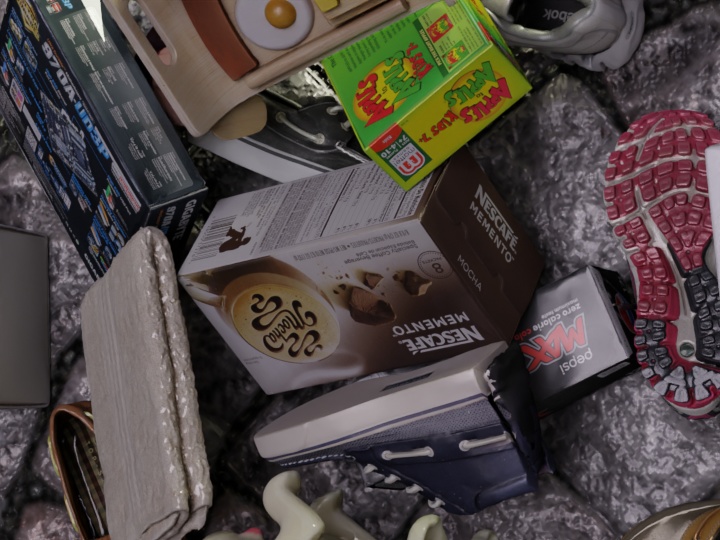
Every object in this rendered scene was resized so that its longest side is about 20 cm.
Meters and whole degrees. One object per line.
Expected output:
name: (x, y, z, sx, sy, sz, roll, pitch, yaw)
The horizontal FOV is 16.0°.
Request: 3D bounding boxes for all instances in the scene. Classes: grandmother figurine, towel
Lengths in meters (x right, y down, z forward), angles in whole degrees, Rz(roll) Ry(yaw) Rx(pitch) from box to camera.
grandmother figurine: (-0.127, -0.129, 1.710, 0.200, 0.060, 0.122, 3, 74, 58)
towel: (-0.139, 0.084, 1.652, 0.133, 0.034, 0.201, 137, 127, -57)

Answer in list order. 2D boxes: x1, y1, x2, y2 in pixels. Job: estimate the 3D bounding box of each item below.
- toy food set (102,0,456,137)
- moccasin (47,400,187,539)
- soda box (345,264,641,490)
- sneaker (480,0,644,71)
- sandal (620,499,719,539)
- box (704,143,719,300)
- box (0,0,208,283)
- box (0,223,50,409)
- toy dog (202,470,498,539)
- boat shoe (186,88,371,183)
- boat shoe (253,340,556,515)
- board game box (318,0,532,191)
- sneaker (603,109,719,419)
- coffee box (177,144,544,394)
toy food set: (-0.057, -0.180, 1.540, 0.199, 0.060, 0.144, -24, 110, 27)
moccasin: (-0.157, 0.181, 1.731, 0.073, 0.078, 0.202, -24, 77, 17)
soda box: (0.084, 0.070, 1.644, 0.199, 0.063, 0.071, -28, 76, 19)
sneaker: (0.081, -0.174, 1.655, 0.199, 0.081, 0.076, 5, 90, 25)
sandal: (0.237, 0.176, 1.573, 0.199, 0.054, 0.081, -14, 80, 22)
box: (0.277, 0.023, 1.535, 0.101, 0.112, 0.201, -7, 84, 21)
box: (-0.182, -0.092, 1.728, 0.046, 0.159, 0.201, -23, 71, -25)
box: (-0.329, 0.037, 1.801, 0.199, 0.109, 0.129, -3, 85, 23)
toy dog: (-0.030, 0.224, 1.609, 0.199, 0.139, 0.195, 5, 90, 25)
boat shoe: (-0.026, -0.084, 1.699, 0.199, 0.071, 0.064, 22, 96, 25)
boat shoe: (0.028, 0.115, 1.594, 0.199, 0.075, 0.093, -18, 100, 35)
board game box: (0.025, -0.149, 1.598, 0.101, 0.048, 0.200, -39, 39, 12)
sneaker: (0.197, -0.005, 1.599, 0.080, 0.075, 0.201, -5, 71, 14)
coffee box: (0.000, 0.000, 1.626, 0.199, 0.113, 0.080, -12, 37, 36)
